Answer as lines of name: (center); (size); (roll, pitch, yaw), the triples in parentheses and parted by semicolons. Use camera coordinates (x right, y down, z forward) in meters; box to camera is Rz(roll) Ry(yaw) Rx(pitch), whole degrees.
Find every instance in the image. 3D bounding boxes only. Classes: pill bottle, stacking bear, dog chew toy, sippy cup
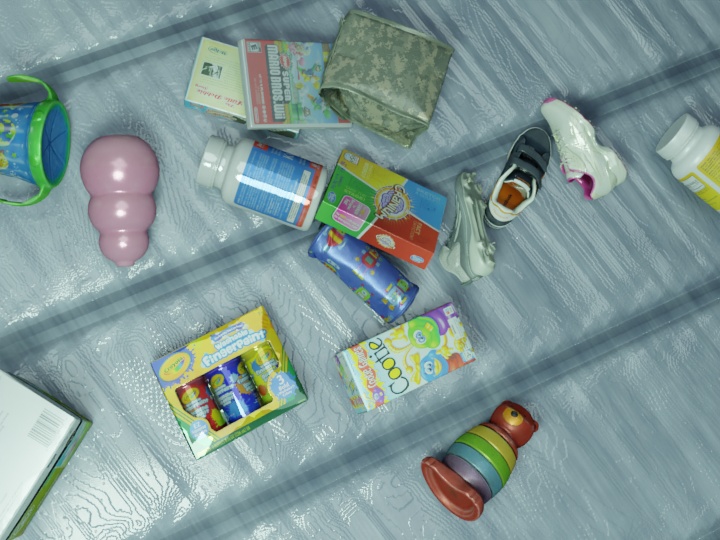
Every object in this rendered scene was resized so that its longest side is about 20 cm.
pill bottle: (0.628, -0.183, 1.694); (0.199, 0.112, 0.113); (38, 76, -2)
pill bottle: (-0.160, -0.147, 1.547); (0.197, 0.112, 0.114); (19, 78, -7)
stacking bear: (0.206, 0.294, 1.542); (0.121, 0.114, 0.200); (34, 63, 27)
dog chew toy: (-0.376, -0.108, 1.503); (0.122, 0.124, 0.204); (-3, 89, -10)
sippy cup: (-0.536, -0.202, 1.488); (0.128, 0.140, 0.180); (5, 55, 2)

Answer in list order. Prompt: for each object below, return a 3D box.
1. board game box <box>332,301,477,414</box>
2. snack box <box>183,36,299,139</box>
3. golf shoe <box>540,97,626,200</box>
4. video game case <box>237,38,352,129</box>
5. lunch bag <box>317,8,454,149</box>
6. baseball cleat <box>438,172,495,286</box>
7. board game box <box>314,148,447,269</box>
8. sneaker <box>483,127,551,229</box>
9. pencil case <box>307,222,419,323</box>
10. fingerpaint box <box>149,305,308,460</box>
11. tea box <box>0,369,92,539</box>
board game box: (0.069, 0.142, 1.544); (0.198, 0.105, 0.104); (-24, 85, -14)
snack box: (-0.187, -0.306, 1.607); (0.197, 0.037, 0.118); (15, 77, -8)
golf shoe: (0.377, -0.212, 1.676); (0.091, 0.075, 0.200); (-41, 88, -10)
video game case: (-0.106, -0.307, 1.585); (0.198, 0.017, 0.145); (-6, 89, -35)
lunch bag: (0.034, -0.326, 1.603); (0.198, 0.118, 0.166); (23, 69, -12)
baseball cleat: (0.168, -0.070, 1.615); (0.069, 0.106, 0.202); (28, 43, -40)
board game box: (0.037, -0.103, 1.572); (0.198, 0.041, 0.154); (24, 42, -6)
sneaker: (0.282, -0.166, 1.648); (0.078, 0.079, 0.202); (28, 75, -3)
pencil case: (0.000, 0.000, 1.569); (0.199, 0.087, 0.078); (40, 52, -3)
fingerpaint box: (-0.206, 0.176, 1.504); (0.198, 0.073, 0.169); (-26, 86, -13)
tea box: (-0.503, 0.268, 1.373); (0.133, 0.197, 0.202); (32, 77, -3)
